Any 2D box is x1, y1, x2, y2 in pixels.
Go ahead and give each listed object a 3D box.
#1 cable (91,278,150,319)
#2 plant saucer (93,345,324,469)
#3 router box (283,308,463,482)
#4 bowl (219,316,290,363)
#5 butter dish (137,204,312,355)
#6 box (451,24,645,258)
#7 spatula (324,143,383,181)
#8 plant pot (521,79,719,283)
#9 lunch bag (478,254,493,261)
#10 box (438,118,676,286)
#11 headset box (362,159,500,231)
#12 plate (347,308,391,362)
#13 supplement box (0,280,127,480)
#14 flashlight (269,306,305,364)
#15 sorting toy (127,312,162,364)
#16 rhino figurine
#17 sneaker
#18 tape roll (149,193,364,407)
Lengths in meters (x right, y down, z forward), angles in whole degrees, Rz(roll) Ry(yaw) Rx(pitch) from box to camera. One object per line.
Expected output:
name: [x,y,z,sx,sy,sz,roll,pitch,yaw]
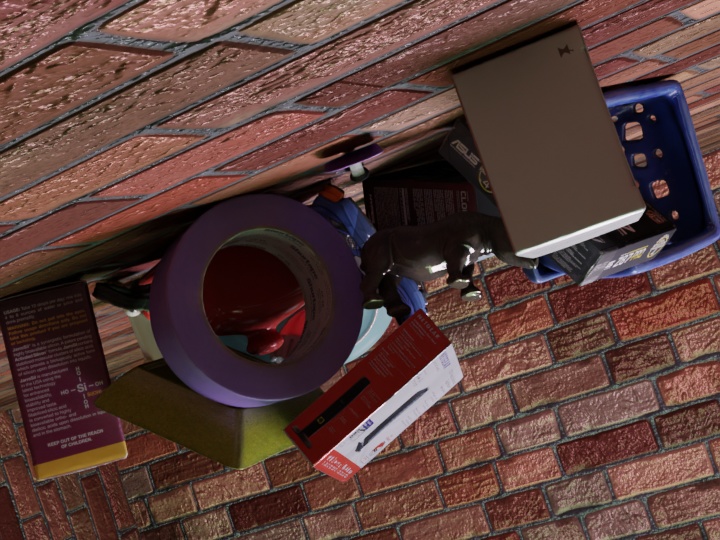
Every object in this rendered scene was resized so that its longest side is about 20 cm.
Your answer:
cable: [-0.262,0.044,1.440,0.050,0.097,0.200,-60,-177,5]
plant saucer: [-0.147,0.132,1.322,0.199,0.048,0.199,18,-163,28]
router box: [0.019,0.134,1.271,0.179,0.049,0.200,-41,164,-3]
bowl: [-0.121,0.051,1.576,0.200,0.202,0.105,-19,-173,4]
butter dish: [-0.127,0.023,1.387,0.199,0.149,0.199,-17,175,-25]
box: [0.159,-0.098,1.024,0.106,0.153,0.200,-20,176,11]
spatula: [-0.004,-0.100,1.193,0.056,0.021,0.200,-21,177,1]
plant pot: [0.274,-0.096,1.432,0.199,0.201,0.179,-19,-177,-42]
lunch bag: [0.120,-0.070,1.585,0.199,0.125,0.170,1,164,-38]
box: [0.195,-0.078,1.217,0.161,0.200,0.049,-16,144,-48]
headset box: [0.123,-0.075,1.350,0.148,0.078,0.199,-16,-166,-37]
plate: [-0.043,0.050,1.667,0.199,0.201,0.026,-19,-152,-8]
supplement box: [-0.332,0.125,1.375,0.103,0.201,0.131,-14,175,-14]
flashlight: [-0.051,0.023,1.480,0.067,0.201,0.068,7,160,22]
sorting toy: [-0.212,0.083,1.665,0.106,0.201,0.180,2,-148,31]
rhino figurine: [0.093,-0.017,1.214,0.199,0.088,0.060,-12,151,2]
sneaker: [0.000,0.000,1.340,0.078,0.200,0.075,-40,-161,-4]
tape roll: [-0.102,0.032,1.215,0.199,0.201,0.085,-18,177,-24]
